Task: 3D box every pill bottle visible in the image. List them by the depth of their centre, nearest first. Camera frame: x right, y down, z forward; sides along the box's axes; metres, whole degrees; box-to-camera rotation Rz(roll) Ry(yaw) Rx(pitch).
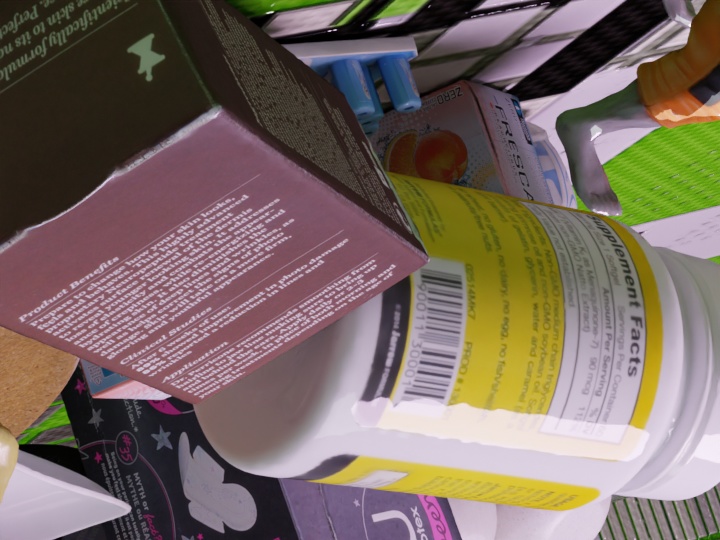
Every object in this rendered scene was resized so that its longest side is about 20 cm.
[{"bbox_3d":[0.046,0.029,1.027,0.199,0.115,0.114,10,154,-34],"label":"pill bottle"}]

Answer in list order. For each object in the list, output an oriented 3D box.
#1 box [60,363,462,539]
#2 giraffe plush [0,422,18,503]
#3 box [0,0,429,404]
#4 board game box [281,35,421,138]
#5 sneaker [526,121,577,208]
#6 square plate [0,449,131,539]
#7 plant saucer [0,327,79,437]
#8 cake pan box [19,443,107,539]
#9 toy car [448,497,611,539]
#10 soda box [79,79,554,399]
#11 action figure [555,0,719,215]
[{"bbox_3d":[-0.039,0.107,1.323,0.114,0.201,0.132,-25,168,34],"label":"box"},{"bbox_3d":[-0.190,0.080,0.826,0.161,0.201,0.173,2,151,-29],"label":"giraffe plush"},{"bbox_3d":[-0.062,-0.026,0.847,0.100,0.075,0.200,-31,162,10],"label":"box"},{"bbox_3d":[-0.106,-0.027,0.991,0.199,0.026,0.200,-9,166,-44],"label":"board game box"},{"bbox_3d":[0.000,0.000,1.202,0.199,0.073,0.072,-21,170,20],"label":"sneaker"},{"bbox_3d":[-0.232,0.102,1.220,0.199,0.029,0.198,-18,156,19],"label":"square plate"},{"bbox_3d":[-0.169,0.046,0.963,0.199,0.036,0.200,-28,162,-10],"label":"plant saucer"},{"bbox_3d":[-0.184,0.162,1.356,0.183,0.053,0.200,2,-146,18],"label":"cake pan box"},{"bbox_3d":[0.040,0.065,1.459,0.199,0.175,0.151,-10,132,-39],"label":"toy car"},{"bbox_3d":[-0.023,-0.009,1.135,0.199,0.064,0.068,-22,169,20],"label":"soda box"},{"bbox_3d":[0.129,-0.093,0.870,0.193,0.105,0.200,-36,-174,44],"label":"action figure"}]
